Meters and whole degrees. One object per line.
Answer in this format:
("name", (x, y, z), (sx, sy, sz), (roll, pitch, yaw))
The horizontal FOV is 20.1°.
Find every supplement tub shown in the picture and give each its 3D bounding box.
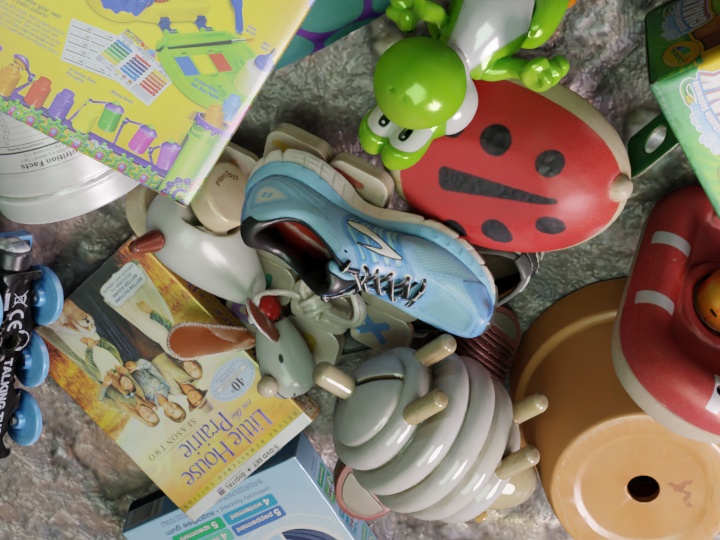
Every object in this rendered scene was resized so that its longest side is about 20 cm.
("supplement tub", (-0.231, -0.149, 1.421), (0.131, 0.132, 0.201), (-13, 119, 13))

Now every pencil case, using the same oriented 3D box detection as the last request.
("pencil case", (-0.056, -0.192, 1.405), (0.199, 0.085, 0.093), (-24, 78, 19))

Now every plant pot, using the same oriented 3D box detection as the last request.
("plant pot", (0.210, 0.125, 1.533), (0.199, 0.140, 0.201), (3, 120, 5))

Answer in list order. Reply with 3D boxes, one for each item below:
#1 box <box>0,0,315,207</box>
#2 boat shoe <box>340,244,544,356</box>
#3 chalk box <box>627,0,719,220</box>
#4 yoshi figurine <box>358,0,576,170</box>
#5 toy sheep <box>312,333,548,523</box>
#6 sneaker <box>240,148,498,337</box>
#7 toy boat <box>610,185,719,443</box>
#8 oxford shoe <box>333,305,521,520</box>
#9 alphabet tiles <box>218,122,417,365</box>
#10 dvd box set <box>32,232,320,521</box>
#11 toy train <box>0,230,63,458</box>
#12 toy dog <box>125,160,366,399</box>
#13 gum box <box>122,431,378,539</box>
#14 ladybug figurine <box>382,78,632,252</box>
("box", (-0.152, -0.182, 1.282), (0.200, 0.122, 0.193), (28, 105, -22))
("boat shoe", (0.044, 0.018, 1.528), (0.199, 0.068, 0.072), (-23, 116, 23))
("chalk box", (0.269, -0.126, 1.389), (0.199, 0.125, 0.124), (-24, 116, 17))
("yoshi figurine", (0.073, -0.156, 1.348), (0.200, 0.112, 0.112), (-52, 133, -12))
("toy sheep", (0.049, 0.114, 1.474), (0.200, 0.138, 0.138), (36, 117, -22))
("sneaker", (0.000, 0.000, 1.420), (0.199, 0.090, 0.078), (27, 133, -2))
("toy boat", (0.262, 0.020, 1.425), (0.130, 0.200, 0.131), (27, 147, -11))
("oxford shoe", (0.044, 0.099, 1.578), (0.070, 0.075, 0.200), (41, 95, -18))
("alphabet tiles", (-0.041, -0.014, 1.504), (0.195, 0.015, 0.200), (27, 133, 11))
("dvd box set", (-0.149, 0.082, 1.582), (0.146, 0.029, 0.200), (-40, 97, 25))
("toy train", (-0.298, 0.057, 1.561), (0.114, 0.087, 0.201), (29, 117, 36))
("toy dog", (-0.105, 0.014, 1.485), (0.200, 0.096, 0.132), (46, 137, 1))
("gum box", (-0.072, 0.247, 1.686), (0.169, 0.045, 0.200), (-25, 115, 18))
("ladybug figurine", (0.096, -0.073, 1.427), (0.199, 0.072, 0.136), (10, 117, 32))
